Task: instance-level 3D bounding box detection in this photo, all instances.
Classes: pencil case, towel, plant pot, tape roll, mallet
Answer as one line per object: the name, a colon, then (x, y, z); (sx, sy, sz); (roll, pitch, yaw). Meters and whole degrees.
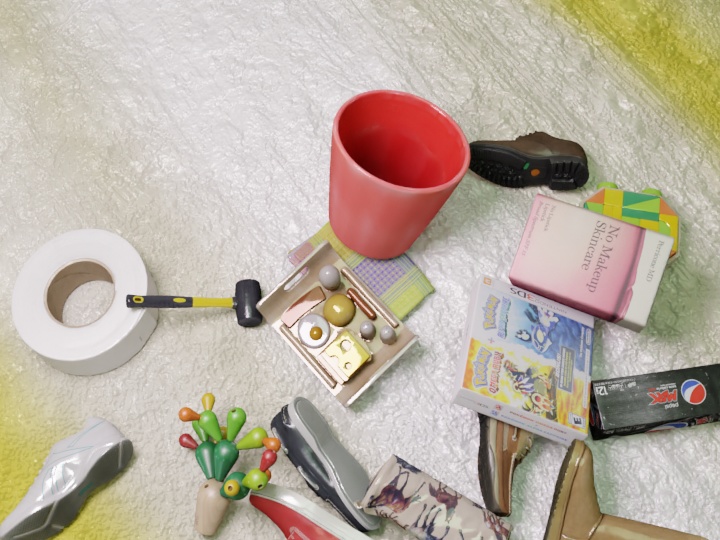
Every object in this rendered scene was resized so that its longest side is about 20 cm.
pencil case: (0.093, 0.315, 1.068); (0.197, 0.078, 0.091); (31, 79, 3)
towel: (0.000, 0.000, 1.259); (0.143, 0.023, 0.200); (-40, 72, -16)
plant pot: (0.038, -0.128, 1.210); (0.195, 0.179, 0.204); (9, 51, -11)
tape roll: (-0.396, 0.046, 1.220); (0.197, 0.071, 0.207); (0, 65, 1)
mallet: (-0.231, 0.055, 1.196); (0.196, 0.041, 0.067); (-6, 69, -26)

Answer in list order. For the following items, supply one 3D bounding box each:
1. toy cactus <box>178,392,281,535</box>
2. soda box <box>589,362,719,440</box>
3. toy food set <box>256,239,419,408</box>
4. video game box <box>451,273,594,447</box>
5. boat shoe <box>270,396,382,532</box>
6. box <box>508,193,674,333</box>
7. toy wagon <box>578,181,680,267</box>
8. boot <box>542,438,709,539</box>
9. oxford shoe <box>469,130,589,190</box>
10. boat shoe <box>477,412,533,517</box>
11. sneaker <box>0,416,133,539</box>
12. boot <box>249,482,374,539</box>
toy cactus: (-0.185, 0.261, 1.093); (0.198, 0.101, 0.169); (21, 96, 42)
soda box: (0.410, 0.179, 1.147); (0.195, 0.064, 0.072); (-8, 66, -2)
toy food set: (-0.033, 0.074, 1.185); (0.143, 0.061, 0.200); (-42, 72, -8)
video game box: (0.226, 0.118, 1.143); (0.178, 0.047, 0.203); (18, 50, -1)
boat shoe: (-0.046, 0.266, 1.121); (0.060, 0.075, 0.202); (-39, 77, 25)
box: (0.322, -0.010, 1.180); (0.196, 0.109, 0.131); (20, 88, 17)
toy wagon: (0.380, -0.060, 1.268); (0.195, 0.040, 0.158); (10, 66, 5)
boot: (0.340, 0.321, 1.064); (0.195, 0.066, 0.179); (14, 102, 9)
oxford shoe: (0.256, -0.178, 1.316); (0.195, 0.074, 0.086); (9, 49, 3)
boat shoe: (0.197, 0.224, 1.127); (0.072, 0.076, 0.205); (3, 66, -3)
sneaker: (-0.399, 0.282, 1.124); (0.200, 0.071, 0.080); (-42, 56, -19)
boot: (-0.080, 0.373, 1.070); (0.197, 0.073, 0.146); (29, 71, 9)
